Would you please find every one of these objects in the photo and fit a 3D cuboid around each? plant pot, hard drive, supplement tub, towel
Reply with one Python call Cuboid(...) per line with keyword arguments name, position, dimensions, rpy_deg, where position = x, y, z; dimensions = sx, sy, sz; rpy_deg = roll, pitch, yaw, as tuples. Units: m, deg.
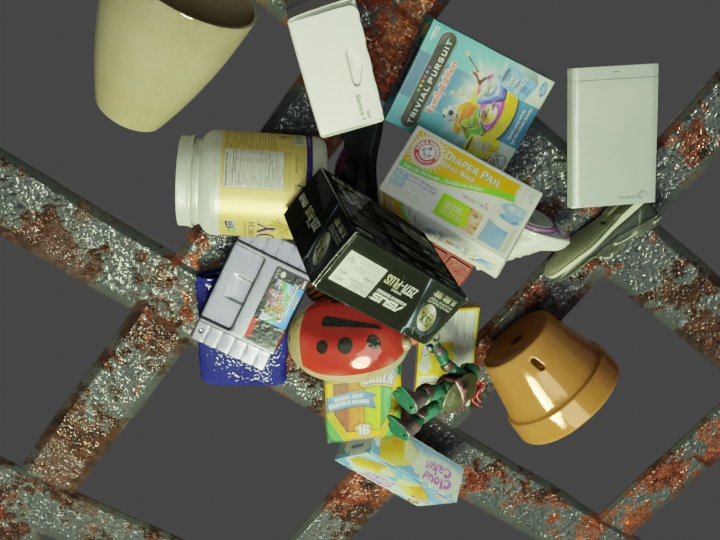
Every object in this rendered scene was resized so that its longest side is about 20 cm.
Cuboid(name="plant pot", position=(0.297, 0.161, 1.211), dimensions=(0.200, 0.200, 0.140), rpy_deg=(-40, 98, 13))
Cuboid(name="hard drive", position=(0.370, -0.197, 1.090), dimensions=(0.130, 0.027, 0.202), rpy_deg=(-4, 102, -5))
Cuboid(name="supplement tub", position=(-0.150, -0.119, 1.029), dimensions=(0.198, 0.146, 0.147), rpy_deg=(2, 117, -8))
Cuboid(name="towel", position=(-0.187, 0.090, 1.188), dimensions=(0.146, 0.050, 0.202), rpy_deg=(2, 115, -4))
Cuboid(name="plant pot", position=(-0.257, -0.281, 0.929), dimensions=(0.186, 0.188, 0.200), rpy_deg=(27, 125, -19))

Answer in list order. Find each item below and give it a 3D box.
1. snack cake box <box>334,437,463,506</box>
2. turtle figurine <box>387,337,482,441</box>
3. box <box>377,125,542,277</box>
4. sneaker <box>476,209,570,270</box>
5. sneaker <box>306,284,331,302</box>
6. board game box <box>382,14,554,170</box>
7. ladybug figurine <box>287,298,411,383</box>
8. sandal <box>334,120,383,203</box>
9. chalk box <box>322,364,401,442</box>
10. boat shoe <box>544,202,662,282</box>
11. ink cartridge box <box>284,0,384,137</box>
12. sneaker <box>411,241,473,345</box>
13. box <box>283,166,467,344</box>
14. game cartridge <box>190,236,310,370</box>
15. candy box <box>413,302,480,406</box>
Cuboid(name="snack cake box", position=(0.069, 0.341, 1.304), dimensions=(0.199, 0.068, 0.115), rpy_deg=(34, 144, -21))
Cuboid(name="turtle figurine", position=(0.128, 0.182, 1.173), dimensions=(0.199, 0.100, 0.151), rpy_deg=(-28, 123, -41))
Cuboid(name="box", position=(0.135, -0.095, 1.037), dimensions=(0.199, 0.101, 0.113), rpy_deg=(30, 80, 9))
Cuboid(name="sneaker", position=(0.225, -0.048, 1.160), dimensions=(0.198, 0.075, 0.100), rpy_deg=(5, 126, -2))
Cuboid(name="sneaker", position=(0.000, 0.000, 1.125), dimensions=(0.199, 0.112, 0.078), rpy_deg=(-35, 115, 11))
Cuboid(name="board game box", position=(0.151, -0.246, 1.055), dimensions=(0.198, 0.047, 0.152), rpy_deg=(21, 112, -17))
Cuboid(name="ladybug figurine", position=(-0.021, 0.094, 1.089), dimensions=(0.198, 0.137, 0.072), rpy_deg=(0, 146, 20))
Cuboid(name="sandal", position=(-0.012, -0.144, 1.071), dimensions=(0.048, 0.075, 0.203), rpy_deg=(-20, 121, -47))
Cuboid(name="chalk box", position=(-0.002, 0.157, 1.198), dimensions=(0.123, 0.124, 0.202), rpy_deg=(-5, 118, -5))
Cuboid(name="boat shoe", position=(0.383, -0.042, 1.173), dimensions=(0.200, 0.072, 0.068), rpy_deg=(-39, 111, 11))
Cuboid(name="ink cartridge box", position=(-0.037, -0.272, 0.933), dimensions=(0.083, 0.200, 0.146), rpy_deg=(-16, 118, 1))
Cuboid(name="sneaker", position=(0.112, 0.012, 1.150), dimensions=(0.078, 0.116, 0.201), rpy_deg=(34, 103, -1))
Cuboid(name="box", position=(0.017, -0.018, 0.946), dimensions=(0.199, 0.164, 0.086), rpy_deg=(29, 111, -35))
Cuboid(name="game cartridge", position=(-0.157, 0.039, 1.118), dimensions=(0.129, 0.038, 0.201), rpy_deg=(26, 99, -5))
Cuboid(name="candy box", position=(0.144, 0.148, 1.266), dimensions=(0.101, 0.026, 0.202), rpy_deg=(-3, 117, -9))
